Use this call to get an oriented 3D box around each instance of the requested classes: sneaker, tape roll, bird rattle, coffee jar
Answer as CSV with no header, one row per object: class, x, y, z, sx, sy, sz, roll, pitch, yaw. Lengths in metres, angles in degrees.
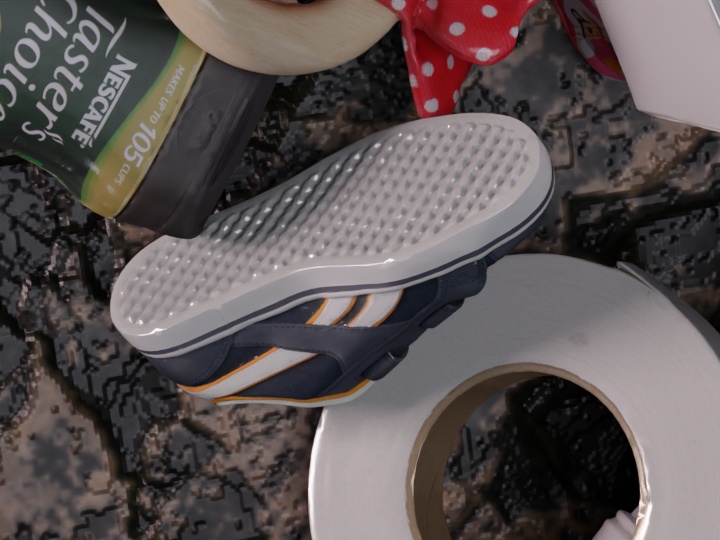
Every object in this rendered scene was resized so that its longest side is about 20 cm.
sneaker,0.000,0.000,1.054,0.199,0.079,0.079,-19,134,25
tape roll,0.075,0.092,1.071,0.202,0.037,0.204,-3,83,24
bird rattle,-0.020,-0.143,1.016,0.163,0.113,0.201,-31,110,-29
coffee jar,-0.134,-0.094,1.025,0.199,0.085,0.105,25,95,-16

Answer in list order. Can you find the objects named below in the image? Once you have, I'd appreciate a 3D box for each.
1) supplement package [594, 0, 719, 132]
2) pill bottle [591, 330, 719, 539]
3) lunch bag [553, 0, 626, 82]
supplement package,0.141,-0.168,0.968,0.121,0.120,0.201,-28,106,-11
pill bottle,0.191,0.079,1.111,0.119,0.120,0.200,38,91,-16
lunch bag,0.144,-0.191,1.072,0.176,0.082,0.200,-31,106,-9
